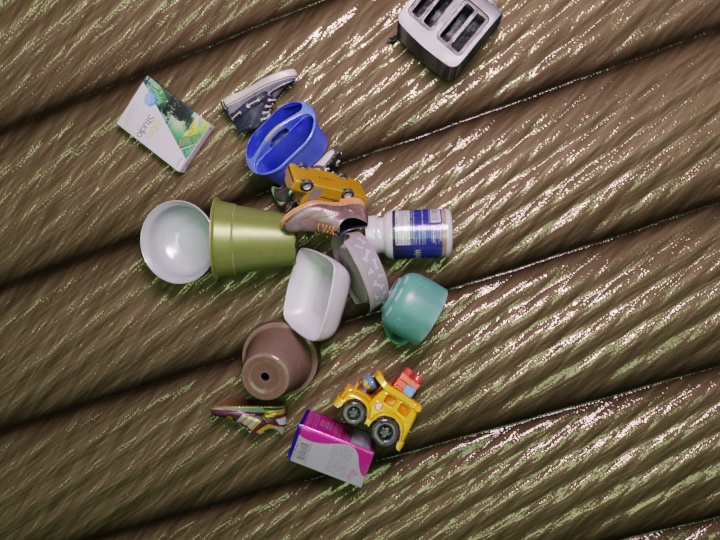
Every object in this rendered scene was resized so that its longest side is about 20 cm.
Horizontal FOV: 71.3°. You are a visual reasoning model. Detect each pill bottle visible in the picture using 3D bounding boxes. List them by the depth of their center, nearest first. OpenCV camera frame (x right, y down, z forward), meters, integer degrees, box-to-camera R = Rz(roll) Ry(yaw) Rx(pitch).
[{"bbox_3d":[0.113,-0.086,1.185,0.199,0.116,0.116,-1,97,6],"label":"pill bottle"}]

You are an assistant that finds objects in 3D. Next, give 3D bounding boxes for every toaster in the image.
[{"bbox_3d":[0.187,-0.547,1.118,0.181,0.119,0.200,41,99,0],"label":"toaster"}]

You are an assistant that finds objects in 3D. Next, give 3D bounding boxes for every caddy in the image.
[{"bbox_3d":[-0.176,-0.297,1.164,0.200,0.105,0.141,-42,61,8],"label":"caddy"}]

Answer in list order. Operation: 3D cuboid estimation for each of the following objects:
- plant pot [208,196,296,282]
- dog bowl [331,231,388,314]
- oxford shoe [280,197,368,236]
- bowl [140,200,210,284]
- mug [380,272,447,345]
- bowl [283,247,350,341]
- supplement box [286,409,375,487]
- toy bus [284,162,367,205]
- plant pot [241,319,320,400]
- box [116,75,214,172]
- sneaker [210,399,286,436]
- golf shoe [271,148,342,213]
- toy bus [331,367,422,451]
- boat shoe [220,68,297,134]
[{"bbox_3d":[-0.248,-0.072,1.197,0.189,0.200,0.201,1,97,-6],"label":"plant pot"},{"bbox_3d":[0.000,0.000,1.172,0.059,0.200,0.201,-23,95,-15],"label":"dog bowl"},{"bbox_3d":[-0.078,-0.112,1.129,0.199,0.071,0.073,-13,56,-9],"label":"oxford shoe"},{"bbox_3d":[-0.431,-0.071,1.246,0.201,0.090,0.202,1,96,11],"label":"bowl"},{"bbox_3d":[0.110,0.096,1.187,0.114,0.152,0.185,31,95,-2],"label":"mug"},{"bbox_3d":[-0.099,0.059,1.204,0.075,0.200,0.201,11,98,-35],"label":"bowl"},{"bbox_3d":[-0.070,0.450,1.276,0.200,0.103,0.101,21,98,4],"label":"supplement box"},{"bbox_3d":[-0.081,-0.184,1.154,0.078,0.200,0.065,-52,45,38],"label":"toy bus"},{"bbox_3d":[-0.208,0.234,1.226,0.200,0.175,0.201,1,98,5],"label":"plant pot"},{"bbox_3d":[-0.484,-0.361,1.246,0.200,0.036,0.144,37,99,-1],"label":"box"},{"bbox_3d":[-0.292,0.387,1.303,0.199,0.075,0.090,-1,92,6],"label":"sneaker"},{"bbox_3d":[-0.131,-0.230,1.212,0.200,0.077,0.088,-44,83,8],"label":"golf shoe"},{"bbox_3d":[0.056,0.314,1.241,0.200,0.136,0.192,33,86,3],"label":"toy bus"},{"bbox_3d":[-0.228,-0.401,1.205,0.200,0.075,0.093,-20,102,15],"label":"boat shoe"}]
